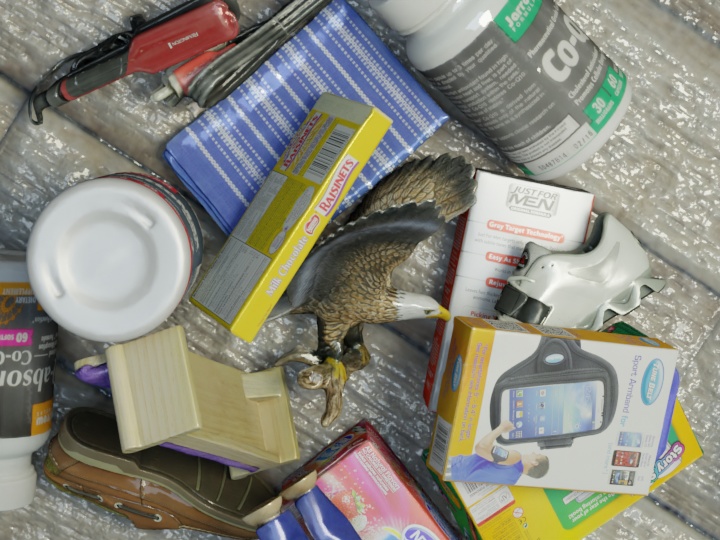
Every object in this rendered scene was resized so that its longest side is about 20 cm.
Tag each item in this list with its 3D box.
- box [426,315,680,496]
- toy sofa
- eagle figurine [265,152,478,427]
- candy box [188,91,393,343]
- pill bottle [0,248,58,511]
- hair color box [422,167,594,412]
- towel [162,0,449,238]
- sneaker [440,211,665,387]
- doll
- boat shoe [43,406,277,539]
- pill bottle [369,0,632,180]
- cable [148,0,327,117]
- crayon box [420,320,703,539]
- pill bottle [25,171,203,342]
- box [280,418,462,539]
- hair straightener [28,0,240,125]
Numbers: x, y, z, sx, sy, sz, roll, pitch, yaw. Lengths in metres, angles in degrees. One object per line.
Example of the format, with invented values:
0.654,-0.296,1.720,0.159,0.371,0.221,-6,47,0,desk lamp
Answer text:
0.156,0.105,1.237,0.199,0.041,0.119,7,100,-19,box
-0.132,0.111,1.270,0.097,0.200,0.083,-19,71,16,toy sofa
0.007,0.001,1.298,0.151,0.152,0.201,0,118,-29,eagle figurine
-0.056,-0.044,1.258,0.026,0.102,0.200,34,88,-25,candy box
-0.303,0.085,1.312,0.116,0.116,0.201,4,96,-1,pill bottle
0.120,0.023,1.341,0.101,0.061,0.201,12,97,-3,hair color box
-0.048,-0.110,1.322,0.200,0.024,0.145,-40,74,3,towel
0.134,0.027,1.278,0.200,0.074,0.089,-34,99,-9,sneaker
-0.004,0.251,1.250,0.136,0.048,0.200,-31,88,-37,doll
-0.164,0.179,1.355,0.200,0.072,0.068,26,121,-9,boat shoe
0.108,-0.173,1.274,0.200,0.113,0.113,41,94,-20,pill bottle
-0.085,-0.192,1.298,0.200,0.097,0.050,-43,94,3,cable
0.163,0.146,1.303,0.200,0.058,0.119,-32,113,-10,crayon box
-0.183,-0.016,1.262,0.119,0.200,0.120,0,96,-1,pill bottle
0.029,0.233,1.342,0.095,0.100,0.200,-37,95,3,box
-0.184,-0.172,1.312,0.200,0.077,0.041,-28,115,16,hair straightener
